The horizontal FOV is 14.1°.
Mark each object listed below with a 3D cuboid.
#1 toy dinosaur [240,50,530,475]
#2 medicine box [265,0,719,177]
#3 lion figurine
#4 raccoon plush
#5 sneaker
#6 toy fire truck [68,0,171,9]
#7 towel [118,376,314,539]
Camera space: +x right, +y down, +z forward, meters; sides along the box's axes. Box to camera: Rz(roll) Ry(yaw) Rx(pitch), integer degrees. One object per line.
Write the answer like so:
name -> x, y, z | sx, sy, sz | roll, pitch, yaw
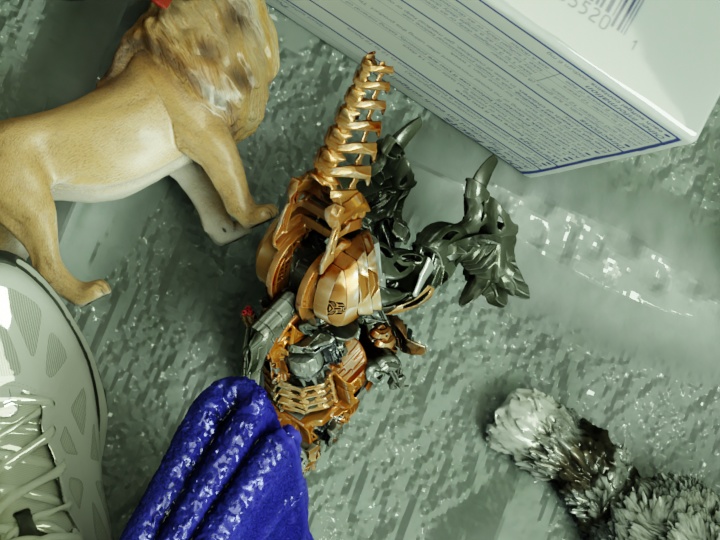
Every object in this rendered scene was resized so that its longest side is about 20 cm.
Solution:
toy dinosaur -> 0.000, 0.000, 1.290 | 0.136, 0.200, 0.102 | -29, 70, -41
medicine box -> 0.062, -0.137, 1.306 | 0.182, 0.200, 0.103 | 33, 78, -14
lion figurine -> -0.115, -0.053, 1.298 | 0.200, 0.072, 0.123 | -26, 89, -20
raccoon plush -> 0.152, 0.133, 1.340 | 0.200, 0.134, 0.097 | 31, 74, -15
sneaker -> -0.132, 0.094, 1.219 | 0.075, 0.115, 0.201 | -15, 105, -8
toy fire truck -> -0.131, -0.160, 1.281 | 0.200, 0.176, 0.129 | 34, 65, -58
towel -> -0.060, 0.144, 1.225 | 0.049, 0.200, 0.148 | 21, 69, 15
